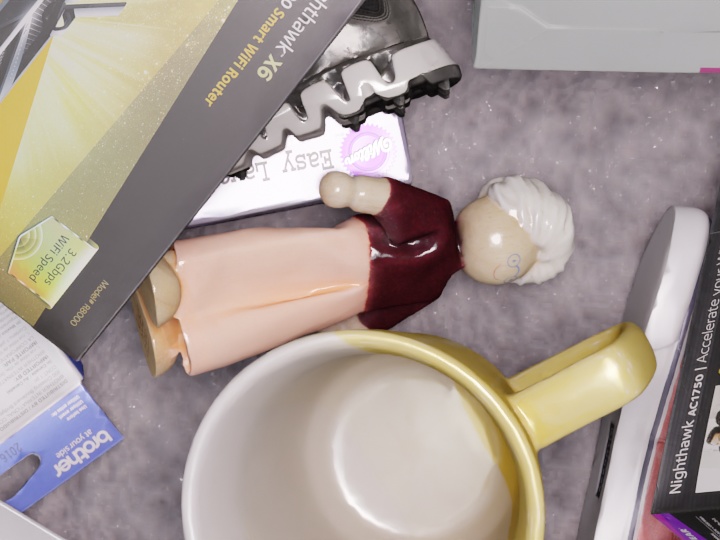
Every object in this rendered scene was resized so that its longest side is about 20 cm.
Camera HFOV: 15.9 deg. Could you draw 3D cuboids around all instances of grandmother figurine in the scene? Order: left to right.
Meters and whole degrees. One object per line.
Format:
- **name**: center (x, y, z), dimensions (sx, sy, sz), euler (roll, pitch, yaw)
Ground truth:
- **grandmother figurine**: center (0.000, 0.000, 1.151), dimensions (0.200, 0.121, 0.061), euler (-13, 66, -13)

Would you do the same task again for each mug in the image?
- **mug**: center (0.031, 0.092, 1.117), dimensions (0.186, 0.153, 0.150), euler (4, 96, 10)

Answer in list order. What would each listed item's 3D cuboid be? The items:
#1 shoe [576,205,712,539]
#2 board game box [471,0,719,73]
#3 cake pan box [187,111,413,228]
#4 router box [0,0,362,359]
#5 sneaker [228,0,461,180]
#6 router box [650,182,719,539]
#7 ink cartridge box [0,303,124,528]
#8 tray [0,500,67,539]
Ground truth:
- **shoe**: center (0.158, 0.075, 1.174), dimensions (0.091, 0.071, 0.200), euler (12, 97, -3)
- **board game box**: center (0.122, -0.181, 1.115), dimensions (0.147, 0.064, 0.200), euler (2, 57, -1)
- **cake pan box**: center (-0.080, -0.110, 1.172), dimensions (0.200, 0.052, 0.184), euler (-9, 94, -1)
- **router box**: center (-0.112, -0.090, 1.037), dimensions (0.157, 0.052, 0.200), euler (38, 102, -4)
- **sneaker**: center (-0.063, -0.084, 1.120), dimensions (0.200, 0.066, 0.091), euler (-22, 86, -2)
- **router box**: center (0.212, 0.018, 1.081), dimensions (0.051, 0.149, 0.200), euler (39, 56, -38)
- **ink cartridge box**: center (-0.212, 0.029, 1.169), dimensions (0.119, 0.042, 0.200), euler (-37, 100, 1)
- **tray**: center (-0.115, 0.190, 1.145), dimensions (0.200, 0.022, 0.107), euler (30, 66, 4)
